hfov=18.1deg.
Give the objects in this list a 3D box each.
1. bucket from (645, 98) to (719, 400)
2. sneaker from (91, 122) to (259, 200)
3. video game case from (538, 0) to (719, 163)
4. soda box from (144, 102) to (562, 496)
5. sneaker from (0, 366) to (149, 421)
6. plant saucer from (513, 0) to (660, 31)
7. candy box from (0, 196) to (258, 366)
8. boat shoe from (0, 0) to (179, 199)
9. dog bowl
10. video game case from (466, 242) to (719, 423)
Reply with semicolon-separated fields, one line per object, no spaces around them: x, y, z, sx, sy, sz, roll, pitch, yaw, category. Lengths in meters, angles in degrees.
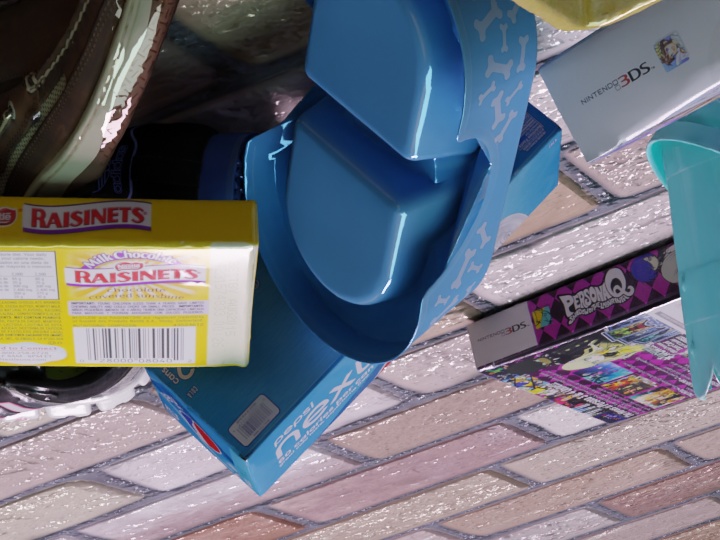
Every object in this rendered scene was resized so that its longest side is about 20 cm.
0.234;-0.026;1.046;0.206;0.136;0.207;-12;175;-1;bucket
-0.072;-0.026;1.029;0.077;0.071;0.200;6;167;10;sneaker
0.188;-0.121;0.855;0.181;0.046;0.200;-32;177;39;video game case
0.000;0.000;0.988;0.200;0.064;0.068;-45;164;-12;soda box
-0.190;0.043;1.114;0.199;0.074;0.087;-10;160;-22;sneaker
0.097;-0.157;0.667;0.199;0.049;0.200;-24;156;27;plant saucer
-0.141;0.005;0.886;0.199;0.027;0.102;1;148;-5;candy box
-0.123;-0.072;0.858;0.074;0.075;0.203;23;135;-9;boat shoe
0.012;-0.057;0.878;0.049;0.111;0.201;-24;140;-35;dog bowl
0.188;0.036;1.377;0.181;0.036;0.200;-23;157;24;video game case
